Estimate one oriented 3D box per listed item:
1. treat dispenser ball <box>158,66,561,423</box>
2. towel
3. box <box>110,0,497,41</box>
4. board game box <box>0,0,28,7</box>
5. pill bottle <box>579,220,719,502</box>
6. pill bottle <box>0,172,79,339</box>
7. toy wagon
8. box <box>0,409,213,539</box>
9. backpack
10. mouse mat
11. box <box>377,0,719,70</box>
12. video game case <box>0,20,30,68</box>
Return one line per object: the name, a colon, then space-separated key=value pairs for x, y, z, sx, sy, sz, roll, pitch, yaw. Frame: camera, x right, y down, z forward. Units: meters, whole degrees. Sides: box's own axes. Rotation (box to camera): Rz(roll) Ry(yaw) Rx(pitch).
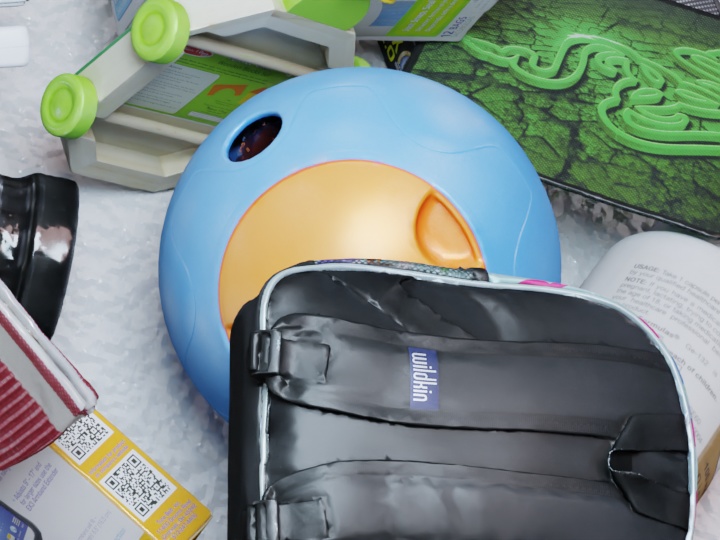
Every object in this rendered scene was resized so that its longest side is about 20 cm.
treat dispenser ball: x=0.000 y=0.000 z=1.380 sx=0.201 sy=0.201 sz=0.201 roll=8 pitch=61 yaw=-15
towel: x=-0.218 y=0.042 z=1.270 sx=0.144 sy=0.200 sz=0.023 roll=51 pitch=44 yaw=-8
box: x=-0.025 y=-0.186 z=1.439 sx=0.200 sy=0.112 sz=0.102 roll=-2 pitch=71 yaw=-23
board game box: x=-0.282 y=-0.144 z=1.397 sx=0.200 sy=0.126 sz=0.035 roll=-7 pitch=99 yaw=-28
pill bottle: x=0.159 y=0.045 z=1.463 sx=0.114 sy=0.114 sz=0.200 roll=37 pitch=58 yaw=2
pill bottle: x=-0.244 y=-0.021 z=1.359 sx=0.200 sy=0.112 sz=0.112 roll=11 pitch=61 yaw=-14
toy wagon: x=-0.061 y=-0.104 z=1.412 sx=0.155 sy=0.200 sz=0.040 roll=12 pitch=50 yaw=-49
box: x=-0.174 y=0.089 z=1.318 sx=0.200 sy=0.119 sz=0.041 roll=43 pitch=45 yaw=5
backpack: x=0.042 y=0.091 z=1.215 sx=0.200 sy=0.151 sz=0.178 roll=2 pitch=73 yaw=-9
mouse mat: x=0.128 y=-0.101 z=1.501 sx=0.200 sy=0.008 sz=0.161 roll=20 pitch=51 yaw=8
box: x=0.097 y=-0.172 z=1.595 sx=0.200 sy=0.044 sz=0.160 roll=-10 pitch=66 yaw=-24
video game case: x=-0.275 y=-0.108 z=1.357 sx=0.182 sy=0.200 sz=0.023 roll=-6 pitch=100 yaw=-22
